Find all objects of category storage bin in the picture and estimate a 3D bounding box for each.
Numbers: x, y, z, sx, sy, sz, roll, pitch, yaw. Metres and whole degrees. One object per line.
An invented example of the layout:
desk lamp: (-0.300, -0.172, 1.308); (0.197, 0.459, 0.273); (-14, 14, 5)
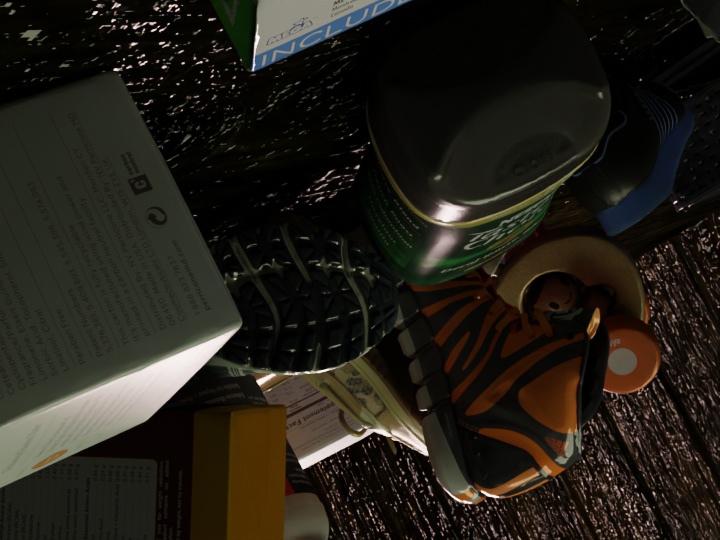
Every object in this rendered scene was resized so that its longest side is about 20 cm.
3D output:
storage bin: (0.304, -0.127, 1.020); (0.135, 0.095, 0.199); (-35, 168, 39)

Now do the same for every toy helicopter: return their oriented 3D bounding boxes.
toy helicopter: (0.082, 0.040, 0.853); (0.199, 0.133, 0.079); (-33, -162, 19)

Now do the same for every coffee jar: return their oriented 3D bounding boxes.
coffee jar: (0.052, -0.057, 0.646); (0.103, 0.086, 0.200); (-27, 171, -6)

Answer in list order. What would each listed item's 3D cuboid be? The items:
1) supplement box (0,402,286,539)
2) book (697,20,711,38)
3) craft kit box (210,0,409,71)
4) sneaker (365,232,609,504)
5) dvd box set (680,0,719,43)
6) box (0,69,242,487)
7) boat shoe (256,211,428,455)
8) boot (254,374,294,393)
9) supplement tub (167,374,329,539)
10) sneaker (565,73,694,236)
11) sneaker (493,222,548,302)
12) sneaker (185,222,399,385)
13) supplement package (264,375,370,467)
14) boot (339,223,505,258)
supplement box: (-0.152, 0.172, 0.745); (0.197, 0.201, 0.133); (1, 176, 10)
book: (0.289, -0.191, 0.774); (0.199, 0.049, 0.133); (-23, 174, -43)
craft kit box: (0.055, -0.138, 0.322); (0.198, 0.049, 0.198); (-27, 174, -13)
sneaker: (0.077, 0.021, 0.765); (0.111, 0.203, 0.077); (-22, 172, 24)
dvd box set: (0.199, -0.171, 0.456); (0.200, 0.029, 0.146); (-43, 173, -3)
box: (-0.159, 0.030, 0.443); (0.198, 0.098, 0.124); (-24, 171, -31)
boat shoe: (-0.004, 0.046, 0.808); (0.062, 0.200, 0.074); (-26, -153, 38)
boot: (-0.129, 0.105, 1.107); (0.198, 0.067, 0.175); (-27, 173, -18)
supplement tub: (-0.107, 0.153, 0.924); (0.139, 0.201, 0.141); (-26, 158, -11)
sneaker: (0.163, -0.096, 0.867); (0.070, 0.078, 0.200); (-34, -168, 24)
sneaker: (0.085, 0.034, 1.033); (0.115, 0.079, 0.201); (-25, -156, 30)
sneaker: (-0.079, 0.023, 0.721); (0.197, 0.079, 0.086); (-8, 177, -8)
supplement package: (-0.048, 0.123, 1.318); (0.154, 0.112, 0.200); (-24, 171, -22)
boot: (0.000, 0.000, 0.884); (0.154, 0.074, 0.199); (-18, 170, -45)
